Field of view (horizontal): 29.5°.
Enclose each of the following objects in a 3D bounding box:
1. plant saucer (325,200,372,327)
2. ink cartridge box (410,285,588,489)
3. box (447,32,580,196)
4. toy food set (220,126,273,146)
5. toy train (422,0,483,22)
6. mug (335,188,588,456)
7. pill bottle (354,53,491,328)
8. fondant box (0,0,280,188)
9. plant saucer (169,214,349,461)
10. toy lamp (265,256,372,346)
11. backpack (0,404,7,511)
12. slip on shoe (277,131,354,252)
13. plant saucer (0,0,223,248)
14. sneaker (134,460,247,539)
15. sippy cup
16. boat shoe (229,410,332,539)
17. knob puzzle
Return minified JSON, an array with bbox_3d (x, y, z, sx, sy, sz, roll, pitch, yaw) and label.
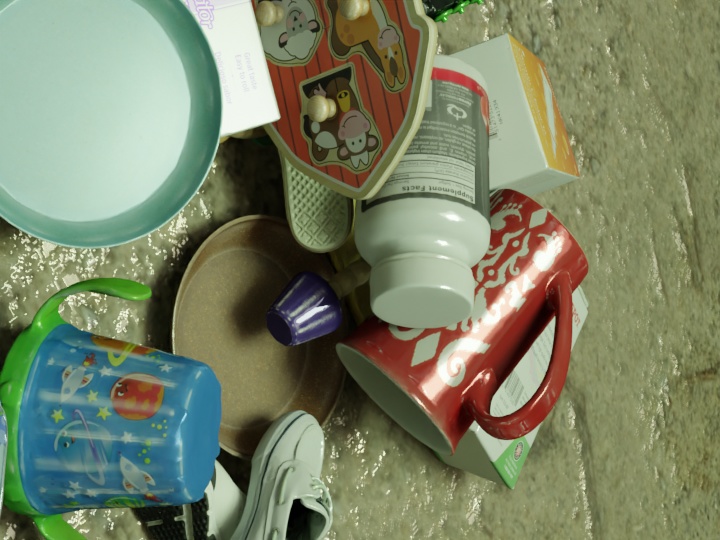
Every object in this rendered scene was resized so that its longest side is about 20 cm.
[{"bbox_3d":[0.028,-0.041,1.259,0.200,0.048,0.202,-43,117,-41],"label":"plant saucer"},{"bbox_3d":[0.131,0.080,1.288,0.201,0.087,0.146,-62,149,-18],"label":"ink cartridge box"},{"bbox_3d":[0.129,-0.132,1.268,0.200,0.096,0.126,-5,77,-74],"label":"box"},{"bbox_3d":[-0.104,-0.203,1.130,0.197,0.048,0.203,-12,95,-47],"label":"toy food set"},{"bbox_3d":[0.067,-0.253,1.311,0.199,0.056,0.042,-34,95,-42],"label":"toy train"},{"bbox_3d":[0.108,0.052,1.160,0.200,0.177,0.134,-47,164,-14],"label":"mug"},{"bbox_3d":[0.050,-0.062,1.095,0.110,0.110,0.202,27,56,-42],"label":"pill bottle"},{"bbox_3d":[-0.172,-0.156,1.006,0.198,0.058,0.146,-20,102,-28],"label":"fondant box"},{"bbox_3d":[-0.089,0.056,1.136,0.199,0.036,0.203,4,85,-47],"label":"plant saucer"},{"bbox_3d":[0.000,0.000,1.154,0.199,0.058,0.059,-34,111,-37],"label":"toy lamp"},{"bbox_3d":[-0.315,0.131,0.809,0.199,0.146,0.186,17,71,-41],"label":"backpack"},{"bbox_3d":[-0.035,-0.115,1.128,0.061,0.073,0.203,37,50,-84],"label":"slip on shoe"},{"bbox_3d":[-0.191,-0.117,0.950,0.198,0.027,0.203,-2,95,-29],"label":"plant saucer"},{"bbox_3d":[-0.120,0.192,1.079,0.080,0.073,0.202,-51,128,-53],"label":"sneaker"},{"bbox_3d":[-0.167,0.107,0.943,0.179,0.129,0.141,84,16,-46],"label":"sippy cup"},{"bbox_3d":[-0.051,0.192,1.062,0.074,0.066,0.201,60,33,-36],"label":"boat shoe"},{"bbox_3d":[-0.023,-0.152,1.033,0.030,0.218,0.223,-10,94,-47],"label":"knob puzzle"}]
